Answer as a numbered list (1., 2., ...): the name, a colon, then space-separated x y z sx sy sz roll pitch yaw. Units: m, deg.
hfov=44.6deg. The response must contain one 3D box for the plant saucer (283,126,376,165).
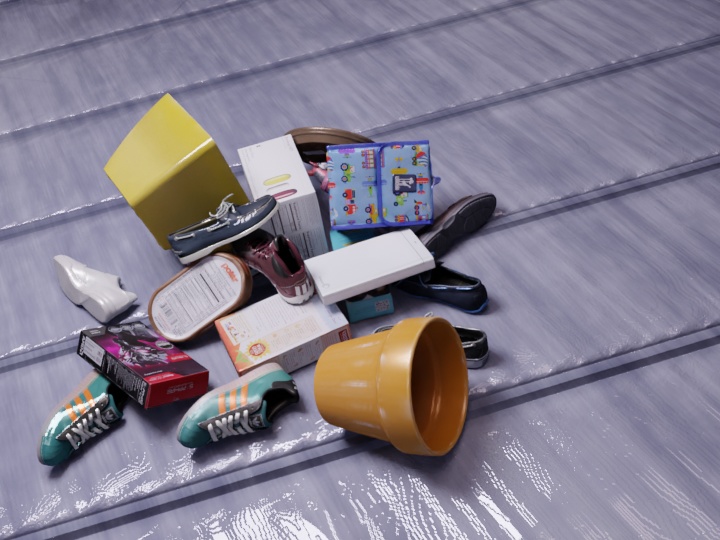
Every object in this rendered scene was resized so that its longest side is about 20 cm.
1. plant saucer: -0.058 -0.240 1.758 0.200 0.200 0.030 5 79 17

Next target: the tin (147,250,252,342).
1. tin: -0.280 0.048 1.525 0.200 0.042 0.112 -36 88 10

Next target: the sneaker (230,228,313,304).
1. sneaker: -0.153 -0.041 1.497 0.076 0.116 0.200 -39 65 -23

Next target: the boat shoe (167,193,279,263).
1. boat shoe: -0.236 -0.083 1.508 0.200 0.062 0.075 -27 21 6

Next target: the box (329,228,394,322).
1. box: 0.000 0.000 1.581 0.082 0.049 0.200 -13 44 -2

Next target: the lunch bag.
1. lunch bag: 0.045 -0.152 1.578 0.200 0.151 0.094 -4 3 4

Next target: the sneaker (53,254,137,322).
1. sneaker: -0.499 0.025 1.654 0.200 0.075 0.088 34 47 30

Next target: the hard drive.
1. hard drive: 0.013 -0.011 1.517 0.200 0.027 0.132 -19 32 -9

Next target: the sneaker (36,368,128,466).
1. sneaker: -0.436 0.234 1.415 0.080 0.071 0.200 8 46 25

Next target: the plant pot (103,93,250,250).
1. plant pot: -0.335 -0.159 1.570 0.176 0.200 0.200 -37 49 -10

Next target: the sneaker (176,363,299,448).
1. sneaker: -0.187 0.221 1.367 0.200 0.071 0.080 -32 44 -22

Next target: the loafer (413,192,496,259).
1. loafer: 0.166 -0.092 1.629 0.200 0.072 0.063 -37 43 -22

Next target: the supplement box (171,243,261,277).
1. supplement box: -0.281 -0.057 1.658 0.131 0.103 0.200 -30 48 -18

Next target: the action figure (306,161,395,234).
1. action figure: -0.015 -0.153 1.689 0.200 0.134 0.149 16 73 -3

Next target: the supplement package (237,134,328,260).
1. supplement package: -0.147 -0.133 1.669 0.111 0.156 0.200 -17 44 -7

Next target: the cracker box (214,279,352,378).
1. cracker box: -0.131 0.106 1.494 0.200 0.058 0.134 -24 44 -12

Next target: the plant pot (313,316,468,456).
1. plant pot: 0.039 0.172 1.313 0.183 0.200 0.200 -4 42 30

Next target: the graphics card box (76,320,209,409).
1. graphics card box: -0.362 0.153 1.459 0.200 0.051 0.125 27 22 35

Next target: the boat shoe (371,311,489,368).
1. boat shoe: 0.109 0.111 1.432 0.199 0.068 0.074 10 48 21

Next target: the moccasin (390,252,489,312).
1. moccasin: 0.134 0.008 1.531 0.200 0.068 0.080 14 50 27
